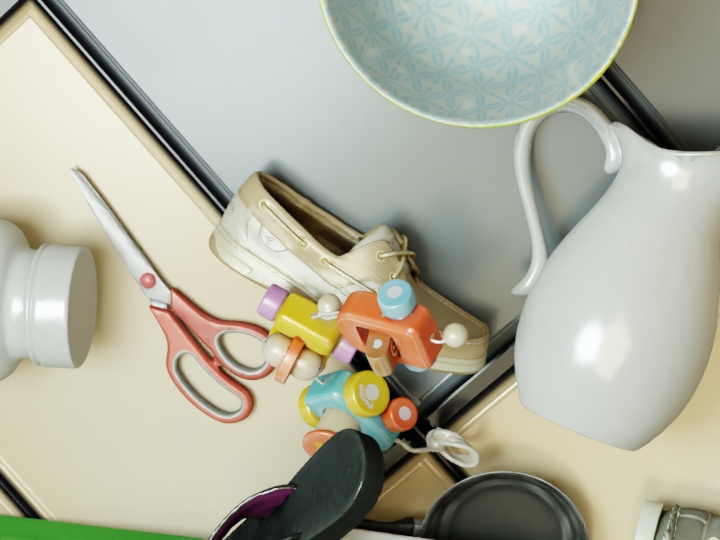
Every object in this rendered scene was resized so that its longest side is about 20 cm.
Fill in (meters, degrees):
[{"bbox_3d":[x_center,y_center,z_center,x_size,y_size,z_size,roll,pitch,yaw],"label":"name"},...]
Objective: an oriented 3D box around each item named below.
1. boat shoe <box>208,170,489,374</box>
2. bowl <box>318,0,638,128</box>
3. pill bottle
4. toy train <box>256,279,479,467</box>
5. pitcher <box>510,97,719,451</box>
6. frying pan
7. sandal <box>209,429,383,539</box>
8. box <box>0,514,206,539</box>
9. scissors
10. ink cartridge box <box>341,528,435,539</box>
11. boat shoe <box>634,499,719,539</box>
[{"bbox_3d":[0.000,0.000,1.618,0.200,0.074,0.069,26,110,3],"label":"boat shoe"},{"bbox_3d":[0.077,-0.193,1.549,0.200,0.108,0.201,2,101,8],"label":"bowl"},{"bbox_3d":[-0.281,0.018,1.643,0.200,0.111,0.112,4,102,8],"label":"pill bottle"},{"bbox_3d":[0.003,0.076,1.577,0.150,0.056,0.200,16,149,25],"label":"toy train"},{"bbox_3d":[0.154,-0.001,1.584,0.171,0.121,0.200,23,94,24],"label":"pitcher"},{"bbox_3d":[0.060,0.192,1.664,0.190,0.031,0.115,-13,108,9],"label":"frying pan"},{"bbox_3d":[-0.062,0.170,1.584,0.048,0.075,0.200,21,123,-32],"label":"sandal"},{"bbox_3d":[-0.211,0.266,1.684,0.200,0.097,0.177,6,102,15],"label":"box"},{"bbox_3d":[-0.140,0.021,1.673,0.200,0.014,0.073,41,106,-3],"label":"scissors"},{"bbox_3d":[0.033,0.261,1.658,0.200,0.044,0.174,9,94,-5],"label":"ink cartridge box"},{"bbox_3d":[0.204,0.254,1.642,0.060,0.072,0.202,7,99,12],"label":"boat shoe"}]
